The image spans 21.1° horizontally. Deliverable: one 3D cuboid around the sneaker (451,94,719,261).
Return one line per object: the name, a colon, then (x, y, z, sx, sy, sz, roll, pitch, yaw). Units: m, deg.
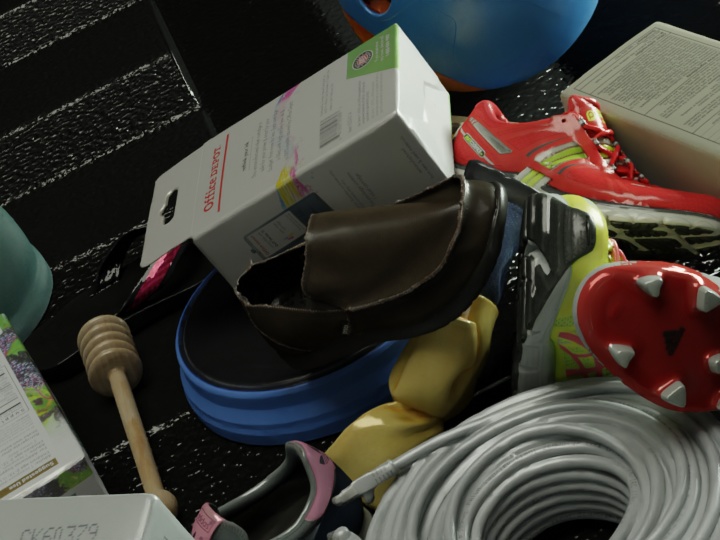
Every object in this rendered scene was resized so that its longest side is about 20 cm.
sneaker: (0.135, -0.062, 1.166, 0.199, 0.077, 0.086, 17, 82, 34)

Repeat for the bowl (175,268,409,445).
bowl: (-0.027, 0.028, 1.235, 0.199, 0.040, 0.201, -17, 34, 12)

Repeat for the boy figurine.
boy figurine: (0.044, 0.042, 1.109, 0.064, 0.124, 0.201, 27, 83, 4)

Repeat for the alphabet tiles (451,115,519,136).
alphabet tiles: (-0.011, -0.057, 1.301, 0.199, 0.008, 0.167, 11, 48, 44)

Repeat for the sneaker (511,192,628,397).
sneaker: (0.127, 0.016, 1.027, 0.089, 0.200, 0.079, 3, 68, 5)

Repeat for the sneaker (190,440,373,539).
sneaker: (-0.085, 0.169, 1.035, 0.200, 0.082, 0.070, -41, 38, -17)

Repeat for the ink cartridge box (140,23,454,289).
ink cartridge box: (-0.040, -0.057, 1.229, 0.199, 0.067, 0.118, -30, 30, 20)

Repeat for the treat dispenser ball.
treat dispenser ball: (0.076, -0.228, 1.373, 0.199, 0.202, 0.202, -17, 34, 12)

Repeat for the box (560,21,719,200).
box: (0.224, -0.078, 1.178, 0.095, 0.078, 0.200, -35, 34, -16)

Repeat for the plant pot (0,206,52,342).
plant pot: (-0.342, -0.004, 1.401, 0.199, 0.135, 0.201, -17, 34, 12)

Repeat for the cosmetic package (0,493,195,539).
cosmetic package: (-0.133, 0.222, 0.863, 0.164, 0.201, 0.166, -5, 49, 26)

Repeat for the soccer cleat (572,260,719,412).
soccer cleat: (0.184, 0.037, 0.978, 0.085, 0.198, 0.069, 37, 111, 65)

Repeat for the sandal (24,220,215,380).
sandal: (-0.154, 0.002, 1.348, 0.199, 0.045, 0.075, -36, 34, -16)

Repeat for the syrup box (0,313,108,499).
syrup box: (-0.214, 0.116, 1.199, 0.081, 0.079, 0.200, -31, 33, -10)

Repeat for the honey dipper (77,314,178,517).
honey dipper: (-0.145, 0.098, 1.225, 0.038, 0.038, 0.200, -26, 37, -1)

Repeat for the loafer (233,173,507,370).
loafer: (0.000, 0.000, 1.062, 0.199, 0.071, 0.074, -31, 41, 42)

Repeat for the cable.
cable: (0.100, 0.138, 0.970, 0.199, 0.070, 0.200, -30, 33, -10)
